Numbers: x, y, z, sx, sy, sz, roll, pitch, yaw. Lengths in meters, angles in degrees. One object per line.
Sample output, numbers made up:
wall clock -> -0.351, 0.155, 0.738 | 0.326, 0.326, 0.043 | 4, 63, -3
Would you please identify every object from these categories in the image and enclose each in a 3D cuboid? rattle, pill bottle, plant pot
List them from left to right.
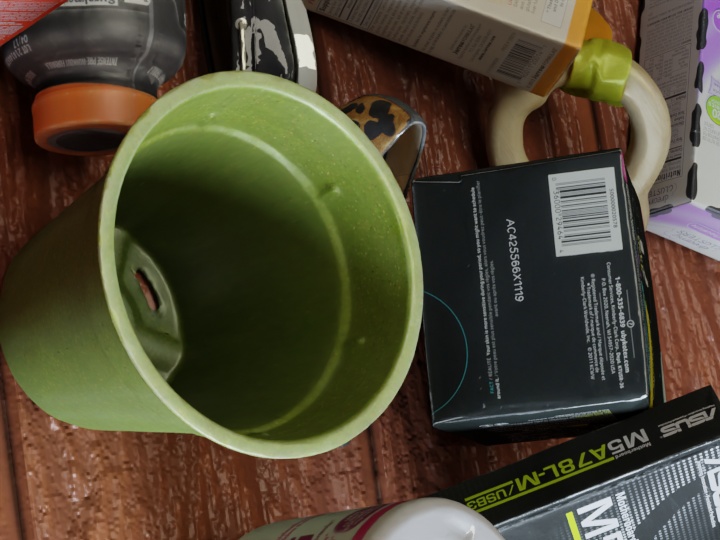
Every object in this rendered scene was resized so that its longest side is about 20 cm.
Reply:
pill bottle -> -0.153, -0.169, 1.177 | 0.106, 0.106, 0.201 | 6, 76, -37
plant pot -> -0.102, 0.014, 1.117 | 0.200, 0.190, 0.201 | 11, 72, -36
pill bottle -> -0.015, 0.190, 1.125 | 0.113, 0.200, 0.114 | 10, 72, -36
rattle -> 0.148, -0.071, 1.438 | 0.130, 0.143, 0.201 | -23, 113, -11

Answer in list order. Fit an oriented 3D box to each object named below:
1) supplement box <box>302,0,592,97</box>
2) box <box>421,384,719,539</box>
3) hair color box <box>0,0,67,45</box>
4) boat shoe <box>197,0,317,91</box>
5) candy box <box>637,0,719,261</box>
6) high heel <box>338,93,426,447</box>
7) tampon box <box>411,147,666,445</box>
supplement box -> 0.052, -0.210, 1.323 | 0.199, 0.074, 0.126 | 20, 65, -7
box -> 0.143, 0.177, 1.236 | 0.048, 0.193, 0.200 | -108, 179, -45
hair color box -> -0.203, -0.181, 1.080 | 0.064, 0.200, 0.111 | -2, 80, -37
boat shoe -> -0.081, -0.189, 1.263 | 0.060, 0.074, 0.201 | -10, 82, -25
candy box -> 0.284, -0.109, 1.523 | 0.167, 0.071, 0.201 | 20, 67, -33
high heel -> 0.000, 0.000, 1.230 | 0.071, 0.142, 0.201 | -5, 82, -38
tampon box -> 0.115, 0.023, 1.264 | 0.200, 0.126, 0.150 | 33, 51, -76
